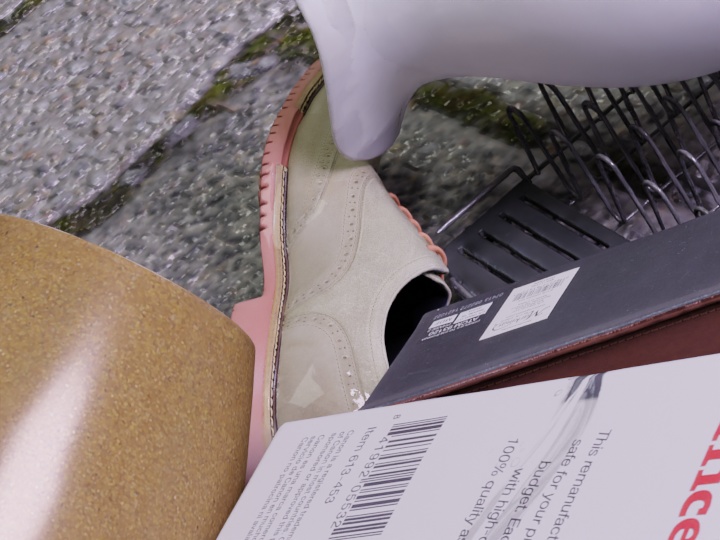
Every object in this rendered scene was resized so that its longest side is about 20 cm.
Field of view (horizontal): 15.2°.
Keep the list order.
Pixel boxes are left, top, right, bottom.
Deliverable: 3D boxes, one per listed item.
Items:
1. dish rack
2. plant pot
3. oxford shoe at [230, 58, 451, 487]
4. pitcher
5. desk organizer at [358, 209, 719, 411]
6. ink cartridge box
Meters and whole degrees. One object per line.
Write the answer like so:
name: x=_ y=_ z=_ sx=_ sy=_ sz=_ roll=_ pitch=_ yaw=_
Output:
dish rack: x=0.121 y=-0.049 z=0.953 sx=0.200 sy=0.055 sz=0.153 roll=-41 pitch=36 yaw=-12
plant pot: x=-0.114 y=0.092 z=0.782 sx=0.186 sy=0.186 sz=0.200 roll=12 pitch=73 yaw=43
oxford shoe: x=0.000 y=0.000 z=0.982 sx=0.074 sy=0.071 sz=0.200 roll=-3 pitch=50 yaw=13
pitcher: x=0.057 y=-0.134 z=0.909 sx=0.200 sy=0.172 sz=0.121 roll=-14 pitch=37 yaw=26
desk organizer: x=0.108 y=0.033 z=0.842 sx=0.200 sy=0.077 sz=0.072 roll=-20 pitch=18 yaw=30
ink cartridge box: x=0.042 y=0.105 z=0.688 sx=0.200 sy=0.084 sz=0.145 roll=-12 pitch=38 yaw=44
